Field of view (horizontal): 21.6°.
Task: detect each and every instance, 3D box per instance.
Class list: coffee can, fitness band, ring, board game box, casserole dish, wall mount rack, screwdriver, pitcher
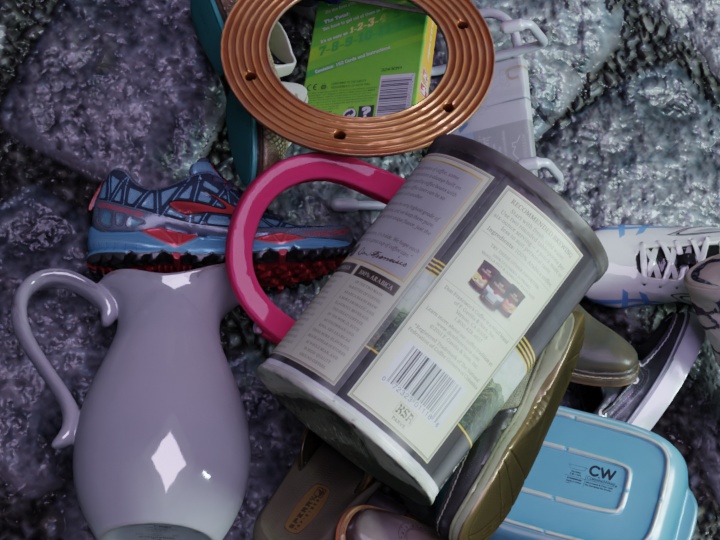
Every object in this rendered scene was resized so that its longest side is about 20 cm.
[{"bbox_3d":[0.048,0.032,1.251,0.146,0.146,0.200,39,78,0],"label":"coffee can"},{"bbox_3d":[0.000,0.000,1.335,0.199,0.037,0.144,24,81,-13],"label":"fitness band"},{"bbox_3d":[-0.002,-0.155,1.364,0.199,0.019,0.201,2,54,-2],"label":"ring"},{"bbox_3d":[0.012,-0.191,1.452,0.095,0.030,0.201,-3,64,21],"label":"board game box"},{"bbox_3d":[0.143,0.151,1.348,0.199,0.039,0.122,14,66,11],"label":"casserole dish"},{"bbox_3d":[0.064,-0.113,1.455,0.173,0.075,0.201,-12,71,21],"label":"wall mount rack"},{"bbox_3d":[0.001,-0.208,1.434,0.199,0.029,0.028,12,67,28],"label":"screwdriver"},{"bbox_3d":[-0.160,0.092,1.305,0.171,0.121,0.201,4,62,-9],"label":"pitcher"}]

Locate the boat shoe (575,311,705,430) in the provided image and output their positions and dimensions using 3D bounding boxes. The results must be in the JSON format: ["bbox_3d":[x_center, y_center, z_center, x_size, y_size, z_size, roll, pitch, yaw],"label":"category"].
[{"bbox_3d":[0.186,0.099,1.423,0.066,0.070,0.200,38,75,-2],"label":"boat shoe"}]

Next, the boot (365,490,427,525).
[{"bbox_3d":[0.040,0.280,1.332,0.200,0.068,0.189,37,54,-7],"label":"boot"}]

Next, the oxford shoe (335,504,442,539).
[{"bbox_3d":[0.076,0.216,1.295,0.200,0.073,0.071,32,58,-12],"label":"oxford shoe"}]

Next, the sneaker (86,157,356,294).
[{"bbox_3d":[-0.099,-0.040,1.381,0.199,0.079,0.096,2,70,-15],"label":"sneaker"}]

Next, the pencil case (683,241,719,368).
[{"bbox_3d":[0.307,0.077,1.417,0.077,0.089,0.201,-19,103,8],"label":"pencil case"}]

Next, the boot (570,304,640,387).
[{"bbox_3d":[0.126,0.006,1.386,0.199,0.097,0.075,28,36,12],"label":"boot"}]

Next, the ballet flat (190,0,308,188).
[{"bbox_3d":[-0.074,-0.144,1.408,0.065,0.071,0.201,-1,57,-25],"label":"ballet flat"}]

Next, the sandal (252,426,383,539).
[{"bbox_3d":[-0.013,0.123,1.336,0.080,0.054,0.200,16,50,27],"label":"sandal"}]

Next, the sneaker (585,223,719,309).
[{"bbox_3d":[0.255,-0.005,1.469,0.199,0.072,0.072,2,74,-13],"label":"sneaker"}]

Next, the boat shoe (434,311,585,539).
[{"bbox_3d":[0.094,0.106,1.319,0.065,0.073,0.200,20,57,20],"label":"boat shoe"}]
